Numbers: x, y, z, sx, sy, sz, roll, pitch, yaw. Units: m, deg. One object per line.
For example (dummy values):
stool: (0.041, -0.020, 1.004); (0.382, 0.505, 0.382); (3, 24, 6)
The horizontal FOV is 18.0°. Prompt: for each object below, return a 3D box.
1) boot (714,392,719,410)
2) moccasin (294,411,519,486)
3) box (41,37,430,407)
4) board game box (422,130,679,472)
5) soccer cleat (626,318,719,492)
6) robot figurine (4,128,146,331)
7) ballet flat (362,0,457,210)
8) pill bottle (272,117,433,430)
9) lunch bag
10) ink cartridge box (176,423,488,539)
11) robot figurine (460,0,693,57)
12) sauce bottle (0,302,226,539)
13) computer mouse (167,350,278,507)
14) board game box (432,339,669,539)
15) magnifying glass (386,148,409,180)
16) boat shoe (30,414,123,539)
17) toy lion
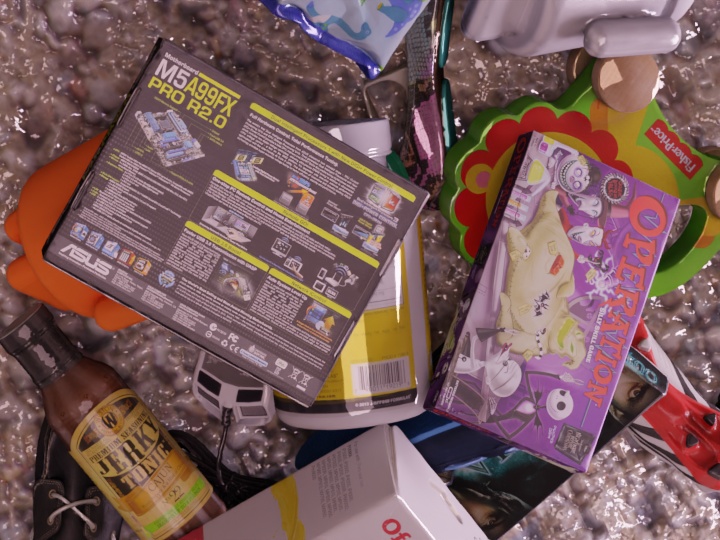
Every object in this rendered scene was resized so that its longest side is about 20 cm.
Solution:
boot: (0.381, 0.087, 1.674); (0.199, 0.073, 0.183); (25, 114, -5)
moccasin: (0.049, 0.127, 1.590); (0.199, 0.081, 0.068); (-16, 124, 27)
box: (-0.080, -0.030, 1.451); (0.199, 0.044, 0.161); (29, 91, -10)
board game box: (0.130, 0.021, 1.530); (0.119, 0.032, 0.201); (24, 78, -19)
soccer cleat: (0.204, 0.087, 1.659); (0.200, 0.085, 0.069); (44, 74, 7)
robot figurine: (-0.152, -0.042, 1.541); (0.199, 0.144, 0.117); (-25, 108, 30)
ballet flat: (0.036, -0.140, 1.587); (0.071, 0.069, 0.202); (1, 106, 8)
pill bottle: (-0.012, 0.001, 1.543); (0.111, 0.112, 0.202); (-5, 96, -5)
lunch bag: (-0.012, -0.249, 1.490); (0.127, 0.200, 0.170); (31, 102, -41)
ink cartridge box: (-0.023, 0.217, 1.554); (0.199, 0.084, 0.145); (-31, 121, 13)
robot figurine: (0.151, -0.209, 1.537); (0.199, 0.170, 0.113); (-13, 151, -27)
sauce bottle: (-0.176, 0.112, 1.586); (0.065, 0.065, 0.200); (-39, 102, 4)
computer mouse: (-0.080, 0.073, 1.628); (0.109, 0.044, 0.201); (18, 101, 21)
board game box: (0.106, 0.099, 1.621); (0.135, 0.028, 0.200); (36, 127, -10)
magnifying glass: (0.000, 0.000, 1.623); (0.079, 0.022, 0.201); (11, 116, 28)
boat shoe: (-0.202, 0.176, 1.637); (0.071, 0.068, 0.202); (5, 100, -6)
toy lion: (0.161, -0.052, 1.597); (0.200, 0.069, 0.192); (41, 90, -22)
